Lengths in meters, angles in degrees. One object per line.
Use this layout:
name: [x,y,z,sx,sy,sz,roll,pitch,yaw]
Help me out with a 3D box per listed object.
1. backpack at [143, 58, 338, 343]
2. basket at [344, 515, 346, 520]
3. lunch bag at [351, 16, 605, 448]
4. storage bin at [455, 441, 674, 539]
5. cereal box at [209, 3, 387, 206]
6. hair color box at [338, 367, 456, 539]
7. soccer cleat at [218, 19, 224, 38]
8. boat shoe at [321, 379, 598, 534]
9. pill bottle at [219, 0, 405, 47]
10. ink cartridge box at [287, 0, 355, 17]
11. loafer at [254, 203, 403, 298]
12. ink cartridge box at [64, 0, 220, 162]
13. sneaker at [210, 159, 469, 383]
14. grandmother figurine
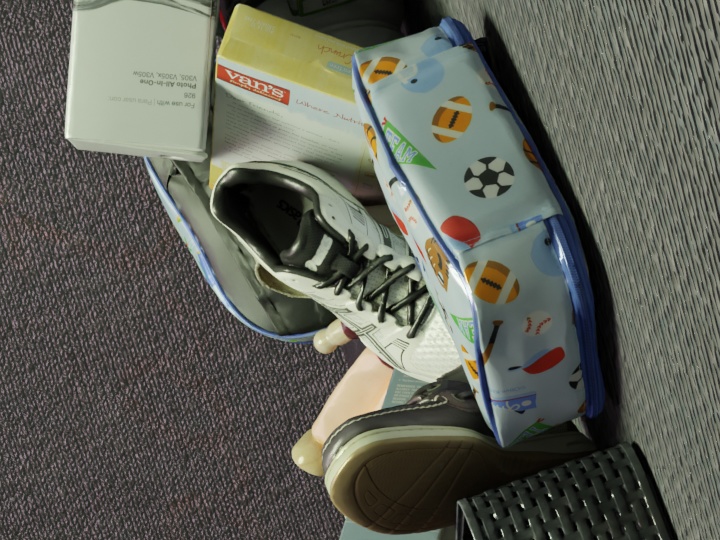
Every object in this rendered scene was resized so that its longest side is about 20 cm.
backpack: [-0.034,-0.054,1.526,0.201,0.182,0.147,63,-178,10]
basket: [0.074,0.186,1.460,0.201,0.135,0.124,76,170,-46]
lunch bag: [0.059,-0.020,1.125,0.161,0.075,0.201,72,177,-54]
storage bin: [0.114,0.183,1.155,0.200,0.093,0.136,81,169,-72]
cereal box: [-0.015,-0.076,1.310,0.200,0.143,0.040,107,-177,-70]
hair color box: [0.048,0.113,1.324,0.099,0.060,0.201,76,-154,-45]
soccer cleat: [-0.071,-0.221,1.599,0.200,0.067,0.081,120,157,-50]
boat shoe: [0.046,0.090,1.165,0.199,0.072,0.065,3,-137,-46]
pill bottle: [-0.039,-0.187,1.415,0.114,0.113,0.201,81,170,-67]
ink cartridge box: [-0.030,-0.254,1.266,0.200,0.075,0.149,89,163,-73]
loafer: [0.000,0.000,1.335,0.076,0.069,0.199,32,157,-34]
ink cartridge box: [-0.123,-0.167,1.311,0.146,0.083,0.201,-174,89,-86]
sneaker: [-0.003,0.004,1.238,0.199,0.076,0.088,31,-171,26]
grandmother figurine: [0.032,0.058,1.450,0.061,0.121,0.201,-102,31,-48]
